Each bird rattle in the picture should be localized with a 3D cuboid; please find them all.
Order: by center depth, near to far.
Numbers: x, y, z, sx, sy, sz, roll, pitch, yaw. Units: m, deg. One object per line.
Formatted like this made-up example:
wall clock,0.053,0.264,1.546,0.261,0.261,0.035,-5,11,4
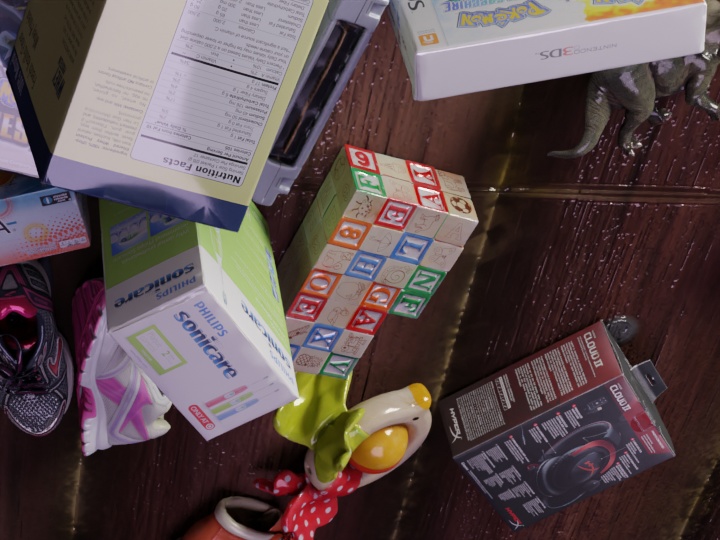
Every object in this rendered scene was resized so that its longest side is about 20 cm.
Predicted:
bird rattle,-0.006,0.174,1.497,0.162,0.113,0.201,-18,140,-20

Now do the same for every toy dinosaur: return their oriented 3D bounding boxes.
toy dinosaur,0.231,-0.156,1.273,0.198,0.077,0.103,-22,122,13

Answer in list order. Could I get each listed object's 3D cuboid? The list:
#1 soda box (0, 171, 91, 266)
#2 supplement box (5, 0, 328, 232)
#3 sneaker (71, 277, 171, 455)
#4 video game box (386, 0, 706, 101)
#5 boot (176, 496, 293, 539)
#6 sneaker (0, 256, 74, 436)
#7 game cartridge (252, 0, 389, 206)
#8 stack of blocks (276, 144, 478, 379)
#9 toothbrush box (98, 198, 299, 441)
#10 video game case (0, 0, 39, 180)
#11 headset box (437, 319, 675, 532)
soda box,-0.311,-0.041,1.237,0.198,0.064,0.069,-13,134,-4
supplement box,-0.126,-0.166,1.040,0.133,0.200,0.201,14,111,-25
sneaker,-0.198,0.077,1.373,0.087,0.082,0.201,-5,142,-11
video game box,0.114,-0.200,1.112,0.198,0.183,0.047,-11,135,-5
boot,-0.082,0.287,1.601,0.199,0.075,0.108,22,119,-29
sneaker,-0.285,0.069,1.340,0.080,0.075,0.201,-8,135,-6
game cartridge,-0.038,-0.161,1.143,0.041,0.134,0.201,12,128,-24
stack of blocks,0.000,0.000,1.356,0.114,0.059,0.201,13,128,-25
toothbrush box,-0.126,0.001,1.228,0.085,0.201,0.146,-26,134,10
video game case,-0.264,-0.163,1.125,0.198,0.026,0.182,13,110,-24
headset box,0.196,0.146,1.532,0.199,0.075,0.149,-28,133,13
